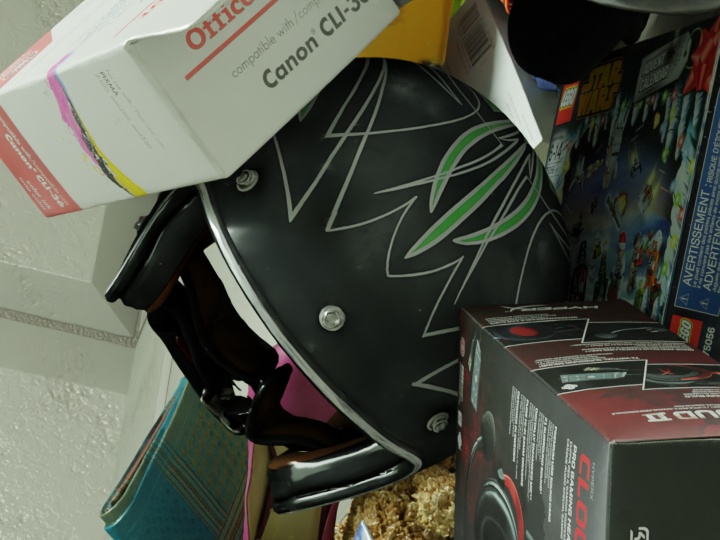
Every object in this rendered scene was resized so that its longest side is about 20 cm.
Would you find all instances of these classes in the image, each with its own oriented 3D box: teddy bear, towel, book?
[{"bbox_3d":[0.016,0.155,1.030,0.145,0.066,0.202,-164,87,-76],"label":"teddy bear"},{"bbox_3d":[-0.071,0.172,1.092,0.022,0.201,0.147,-22,25,32],"label":"towel"},{"bbox_3d":[0.035,-0.049,1.029,0.200,0.048,0.134,-49,41,32],"label":"book"}]

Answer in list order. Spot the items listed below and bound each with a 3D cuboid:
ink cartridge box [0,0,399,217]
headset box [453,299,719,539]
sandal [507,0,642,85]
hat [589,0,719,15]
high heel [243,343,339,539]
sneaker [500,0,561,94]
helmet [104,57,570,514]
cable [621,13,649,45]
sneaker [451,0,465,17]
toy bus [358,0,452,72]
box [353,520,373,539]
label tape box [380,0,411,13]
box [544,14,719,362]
[{"bbox_3d":[-0.067,-0.090,0.735,0.117,0.068,0.199,-47,21,-28],"label":"ink cartridge box"},{"bbox_3d":[0.092,0.105,0.628,0.200,0.074,0.150,-133,42,-73],"label":"headset box"},{"bbox_3d":[0.128,-0.167,0.790,0.201,0.043,0.076,-55,41,23],"label":"sandal"},{"bbox_3d":[0.147,-0.169,0.688,0.081,0.199,0.202,45,-132,-56],"label":"hat"},{"bbox_3d":[-0.035,0.127,1.004,0.201,0.067,0.097,93,178,-46],"label":"high heel"},{"bbox_3d":[0.094,-0.165,0.991,0.201,0.078,0.076,-92,19,-52],"label":"sneaker"},{"bbox_3d":[0.000,0.000,0.792,0.190,0.199,0.201,-35,39,45],"label":"helmet"},{"bbox_3d":[0.140,-0.188,0.833,0.098,0.050,0.201,-89,22,-50],"label":"cable"},{"bbox_3d":[0.063,-0.087,1.115,0.084,0.073,0.202,-24,-53,-73],"label":"sneaker"},{"bbox_3d":[0.013,-0.129,0.995,0.078,0.064,0.202,123,156,-71],"label":"toy bus"},{"bbox_3d":[0.008,0.237,0.928,0.122,0.047,0.201,61,141,38],"label":"box"},{"bbox_3d":[0.019,-0.163,0.800,0.144,0.063,0.200,-44,12,-31],"label":"label tape box"},{"bbox_3d":[0.125,-0.031,0.793,0.200,0.040,0.138,178,105,-78],"label":"box"}]
